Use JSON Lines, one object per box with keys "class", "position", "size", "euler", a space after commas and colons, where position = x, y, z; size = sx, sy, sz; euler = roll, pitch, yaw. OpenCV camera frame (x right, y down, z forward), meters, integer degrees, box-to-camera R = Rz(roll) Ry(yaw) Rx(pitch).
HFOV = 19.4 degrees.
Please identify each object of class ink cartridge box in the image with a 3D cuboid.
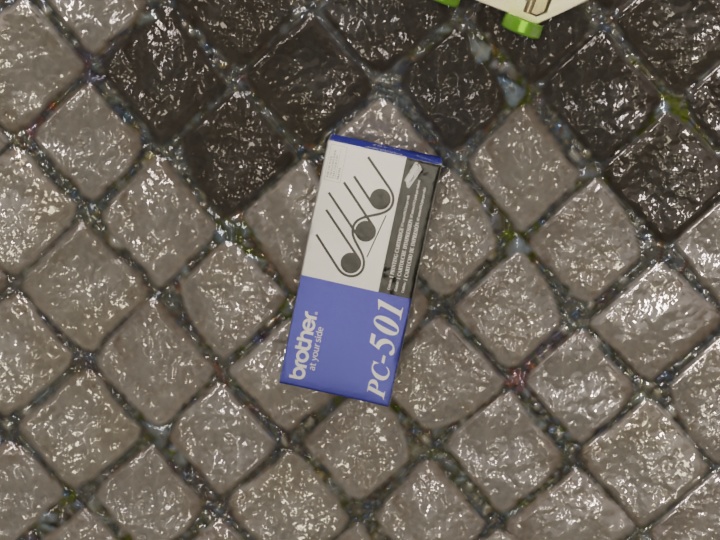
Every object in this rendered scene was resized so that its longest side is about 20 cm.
{"class": "ink cartridge box", "position": [0.000, 0.000, 1.687], "size": [0.093, 0.044, 0.202], "euler": [12, 101, 1]}

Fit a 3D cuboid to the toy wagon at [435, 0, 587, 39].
{"class": "toy wagon", "position": [0.098, -0.278, 1.635], "size": [0.198, 0.040, 0.156], "euler": [21, 100, -2]}
